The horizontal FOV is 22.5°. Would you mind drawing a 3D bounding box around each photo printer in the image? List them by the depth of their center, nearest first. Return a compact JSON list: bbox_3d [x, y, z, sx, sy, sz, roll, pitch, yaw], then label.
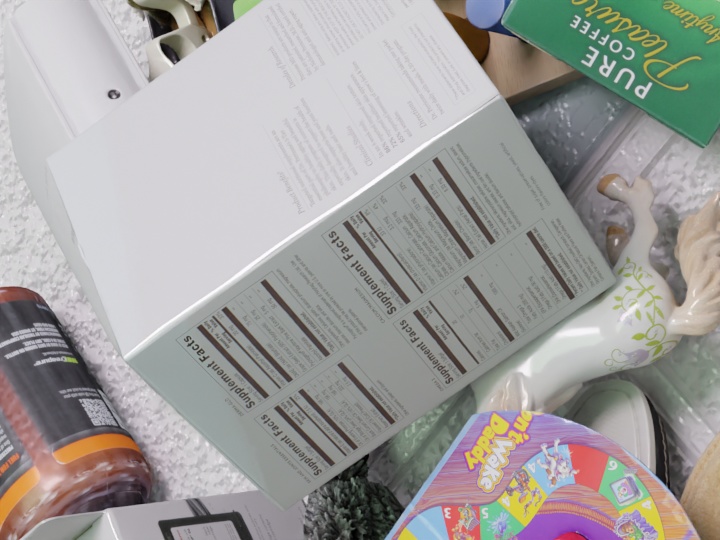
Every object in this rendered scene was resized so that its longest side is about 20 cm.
[{"bbox_3d":[-0.145,-0.044,1.084,0.201,0.069,0.167,58,158,23],"label":"photo printer"}]

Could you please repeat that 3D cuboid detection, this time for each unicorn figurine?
[{"bbox_3d":[0.094,0.037,0.899,0.199,0.074,0.138,-36,42,30],"label":"unicorn figurine"}]

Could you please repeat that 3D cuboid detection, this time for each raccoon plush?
[{"bbox_3d":[0.036,0.143,0.977,0.133,0.097,0.202,1,63,1],"label":"raccoon plush"}]

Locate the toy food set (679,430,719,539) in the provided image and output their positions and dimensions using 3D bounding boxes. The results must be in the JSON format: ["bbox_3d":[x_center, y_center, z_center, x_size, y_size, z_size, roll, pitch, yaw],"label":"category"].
[{"bbox_3d":[0.235,0.146,0.826,0.197,0.048,0.202,-26,75,34],"label":"toy food set"}]

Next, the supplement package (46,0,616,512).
[{"bbox_3d":[-0.015,-0.024,0.870,0.199,0.151,0.152,-35,46,5],"label":"supplement package"}]

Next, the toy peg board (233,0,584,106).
[{"bbox_3d":[0.013,-0.180,0.983,0.198,0.097,0.202,-19,78,37],"label":"toy peg board"}]

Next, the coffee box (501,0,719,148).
[{"bbox_3d":[0.166,-0.174,0.863,0.122,0.044,0.201,30,110,4],"label":"coffee box"}]

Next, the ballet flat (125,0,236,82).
[{"bbox_3d":[-0.105,-0.148,1.097,0.073,0.073,0.202,-20,76,37],"label":"ballet flat"}]

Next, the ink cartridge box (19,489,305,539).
[{"bbox_3d":[-0.123,0.184,1.020,0.116,0.199,0.068,-40,66,31],"label":"ink cartridge box"}]

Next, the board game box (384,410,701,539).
[{"bbox_3d":[0.069,0.166,0.846,0.158,0.039,0.201,43,115,21],"label":"board game box"}]

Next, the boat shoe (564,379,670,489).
[{"bbox_3d":[0.130,0.158,0.906,0.074,0.060,0.202,-14,66,47],"label":"boat shoe"}]

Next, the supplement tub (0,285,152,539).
[{"bbox_3d":[-0.201,0.114,1.145,0.107,0.106,0.201,-51,60,26],"label":"supplement tub"}]
